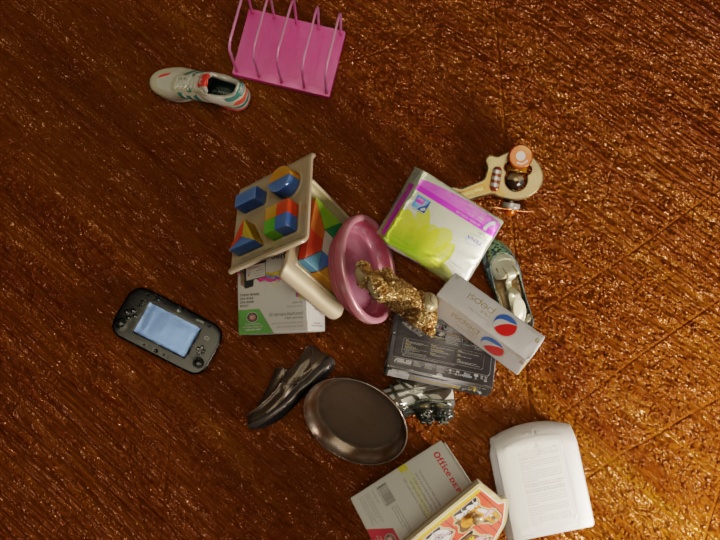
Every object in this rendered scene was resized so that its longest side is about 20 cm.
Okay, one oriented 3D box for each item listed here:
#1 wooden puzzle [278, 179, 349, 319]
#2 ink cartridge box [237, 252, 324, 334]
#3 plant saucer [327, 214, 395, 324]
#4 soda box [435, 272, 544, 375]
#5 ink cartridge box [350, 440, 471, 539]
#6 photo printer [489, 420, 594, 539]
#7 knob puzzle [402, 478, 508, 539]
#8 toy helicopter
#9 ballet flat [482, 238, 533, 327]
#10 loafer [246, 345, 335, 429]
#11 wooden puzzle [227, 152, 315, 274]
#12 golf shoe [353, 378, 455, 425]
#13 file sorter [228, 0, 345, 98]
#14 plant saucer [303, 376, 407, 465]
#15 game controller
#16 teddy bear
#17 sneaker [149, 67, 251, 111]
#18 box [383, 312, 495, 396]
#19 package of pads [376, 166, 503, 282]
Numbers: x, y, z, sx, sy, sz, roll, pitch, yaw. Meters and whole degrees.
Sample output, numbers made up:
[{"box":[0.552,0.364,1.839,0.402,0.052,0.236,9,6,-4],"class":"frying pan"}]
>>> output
[{"box":[-0.065,-0.038,1.390,0.037,0.185,0.201,-6,58,32],"class":"wooden puzzle"},{"box":[-0.148,0.017,1.429,0.144,0.084,0.201,-5,83,19],"class":"ink cartridge box"},{"box":[0.000,0.000,1.413,0.051,0.200,0.202,-11,83,29],"class":"plant saucer"},{"box":[0.227,0.096,1.393,0.200,0.068,0.064,36,62,13],"class":"soda box"},{"box":[0.107,0.424,1.375,0.199,0.084,0.145,-31,47,-4],"class":"ink cartridge box"},{"box":[0.329,0.382,1.422,0.166,0.069,0.201,-11,83,-2],"class":"photo printer"},{"box":[0.179,0.457,1.317,0.219,0.220,0.030,-33,42,-5],"class":"knob puzzle"},{"box":[0.256,-0.155,1.493,0.199,0.079,0.133,-19,93,8],"class":"toy helicopter"},{"box":[0.285,0.031,1.463,0.074,0.074,0.201,-17,84,-3],"class":"ballet flat"},{"box":[-0.139,0.216,1.439,0.200,0.073,0.071,-40,75,-10],"class":"loafer"},{"box":[-0.164,-0.106,1.353,0.185,0.046,0.201,-21,50,34],"class":"wooden puzzle"},{"box":[0.076,0.234,1.442,0.199,0.078,0.095,4,60,2],"class":"golf shoe"},{"box":[-0.141,-0.439,1.480,0.199,0.125,0.140,13,83,1],"class":"file sorter"},{"box":[-0.007,0.268,1.399,0.199,0.032,0.201,10,122,16],"class":"plant saucer"},{"box":[-0.364,0.113,1.455,0.199,0.042,0.105,27,84,1],"class":"game controller"},{"box":[0.071,0.042,1.343,0.200,0.145,0.067,35,94,-20],"class":"teddy bear"},{"box":[-0.313,-0.362,1.484,0.199,0.093,0.071,12,83,0],"class":"sneaker"},{"box":[0.153,0.134,1.431,0.199,0.048,0.159,11,60,0],"class":"box"},{"box":[0.146,-0.075,1.432,0.199,0.068,0.155,29,96,-18],"class":"package of pads"}]
